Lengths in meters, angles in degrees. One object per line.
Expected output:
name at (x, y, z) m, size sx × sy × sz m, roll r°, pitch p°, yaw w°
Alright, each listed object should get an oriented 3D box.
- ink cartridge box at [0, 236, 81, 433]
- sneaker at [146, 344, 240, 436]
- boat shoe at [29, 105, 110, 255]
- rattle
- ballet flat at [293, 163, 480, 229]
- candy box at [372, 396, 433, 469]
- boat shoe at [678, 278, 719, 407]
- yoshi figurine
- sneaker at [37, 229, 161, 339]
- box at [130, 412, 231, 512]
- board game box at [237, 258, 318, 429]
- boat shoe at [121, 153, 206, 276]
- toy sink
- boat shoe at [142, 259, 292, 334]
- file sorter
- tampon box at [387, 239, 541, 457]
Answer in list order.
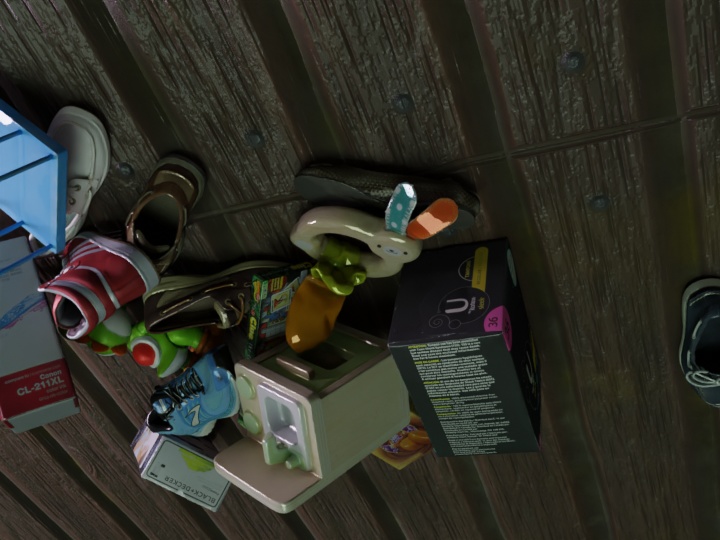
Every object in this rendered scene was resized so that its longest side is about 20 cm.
ink cartridge box at (-0.402, 0.078, 0.933) m, size 0.083 × 0.201 × 0.146 m, roll -17°, pitch 170°, yaw -21°
sneaker at (-0.211, 0.161, 0.980) m, size 0.090 × 0.079 × 0.200 m, roll -4°, pitch 149°, yaw -35°
boat shoe at (-0.330, -0.090, 0.880) m, size 0.071 × 0.069 × 0.200 m, roll 22°, pitch 132°, yaw -9°
rattle at (0.000, 0.000, 0.819) m, size 0.200 × 0.143 × 0.130 m, roll -3°, pitch 134°, yaw 45°
ballet flat at (0.028, -0.085, 0.837) m, size 0.199 × 0.047 × 0.067 m, roll 9°, pitch 155°, yaw 10°
candy box at (0.017, 0.185, 1.071) m, size 0.200 × 0.057 × 0.117 m, roll 35°, pitch 129°, yaw -18°
boat shoe at (0.411, 0.098, 0.909) m, size 0.075 × 0.062 × 0.200 m, roll -6°, pitch 131°, yaw 14°
yoshi figurine at (-0.282, 0.069, 1.018) m, size 0.199 × 0.113 × 0.112 m, roll 17°, pitch 175°, yaw -23°
sneaker at (-0.321, 0.015, 0.899) m, size 0.200 × 0.112 × 0.071 m, roll 7°, pitch 130°, yaw 49°
box at (-0.256, 0.268, 1.122) m, size 0.116 × 0.060 × 0.200 m, roll 32°, pitch 169°, yaw -16°
board game box at (-0.092, 0.086, 0.939) m, size 0.023 × 0.105 × 0.201 m, roll 28°, pitch 121°, yaw 34°
boat shoe at (-0.238, -0.044, 0.901) m, size 0.075 × 0.072 × 0.200 m, roll 22°, pitch 132°, yaw -9°
toy sink at (-0.060, 0.149, 0.877) m, size 0.130 × 0.200 × 0.112 m, roll 17°, pitch 123°, yaw 43°
boat shoe at (-0.159, 0.040, 0.940) m, size 0.199 × 0.072 × 0.072 m, roll -6°, pitch 139°, yaw -6°
file sorter at (-0.414, -0.099, 0.803) m, size 0.200 × 0.123 × 0.139 m, roll 36°, pitch 135°, yaw 15°
tampon box at (0.126, 0.092, 0.899) m, size 0.126 × 0.150 × 0.200 m, roll -8°, pitch 130°, yaw 19°
